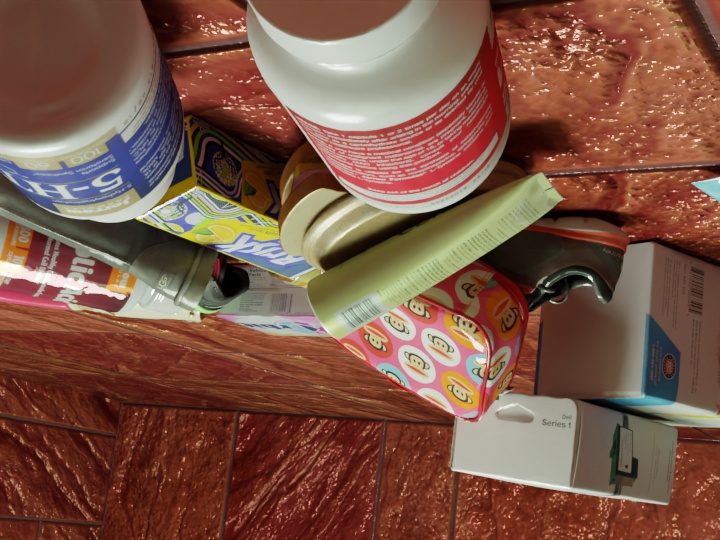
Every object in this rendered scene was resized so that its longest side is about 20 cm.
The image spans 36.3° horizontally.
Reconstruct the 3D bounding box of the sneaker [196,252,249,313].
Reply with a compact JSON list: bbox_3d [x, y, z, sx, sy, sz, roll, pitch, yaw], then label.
[{"bbox_3d":[-0.195,-0.007,1.224,0.083,0.077,0.200,-19,160,24],"label":"sneaker"}]

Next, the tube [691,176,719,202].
[{"bbox_3d":[0.345,-0.036,0.840,0.199,0.051,0.077,21,157,-34],"label":"tube"}]

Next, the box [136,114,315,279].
[{"bbox_3d":[-0.094,-0.054,0.902,0.070,0.065,0.199,-23,154,28],"label":"box"}]

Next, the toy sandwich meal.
[{"bbox_3d":[0.030,-0.054,0.856,0.203,0.071,0.205,-15,161,-5],"label":"toy sandwich meal"}]

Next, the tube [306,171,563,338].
[{"bbox_3d":[0.055,-0.016,0.813,0.199,0.058,0.052,-28,112,16],"label":"tube"}]

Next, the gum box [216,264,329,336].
[{"bbox_3d":[-0.068,0.038,1.330,0.198,0.067,0.113,0,164,30],"label":"gum box"}]

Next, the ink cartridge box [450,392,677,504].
[{"bbox_3d":[0.204,0.177,1.096,0.145,0.085,0.199,0,167,43],"label":"ink cartridge box"}]

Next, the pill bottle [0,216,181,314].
[{"bbox_3d":[-0.262,-0.023,1.050,0.198,0.115,0.114,13,166,-28],"label":"pill bottle"}]

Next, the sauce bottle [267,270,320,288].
[{"bbox_3d":[0.000,0.000,1.129,0.199,0.067,0.066,16,165,-30],"label":"sauce bottle"}]

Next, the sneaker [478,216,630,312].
[{"bbox_3d":[0.137,-0.006,0.985,0.198,0.083,0.077,3,168,26],"label":"sneaker"}]

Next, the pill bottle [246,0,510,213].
[{"bbox_3d":[0.011,-0.107,0.532,0.111,0.113,0.200,4,168,13],"label":"pill bottle"}]

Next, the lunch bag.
[{"bbox_3d":[0.052,0.050,1.015,0.199,0.082,0.177,31,143,24],"label":"lunch bag"}]

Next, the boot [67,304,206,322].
[{"bbox_3d":[-0.274,0.025,1.373,0.153,0.073,0.200,6,173,6],"label":"boot"}]

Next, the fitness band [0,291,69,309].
[{"bbox_3d":[-0.468,0.017,1.532,0.198,0.038,0.144,6,165,-3],"label":"fitness band"}]

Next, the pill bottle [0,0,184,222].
[{"bbox_3d":[-0.169,-0.097,0.658,0.118,0.121,0.200,6,168,1],"label":"pill bottle"}]

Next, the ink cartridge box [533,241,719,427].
[{"bbox_3d":[0.299,0.072,1.104,0.199,0.148,0.146,16,165,-34],"label":"ink cartridge box"}]

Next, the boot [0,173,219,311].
[{"bbox_3d":[-0.212,-0.059,0.925,0.199,0.073,0.182,24,-158,-12],"label":"boot"}]
